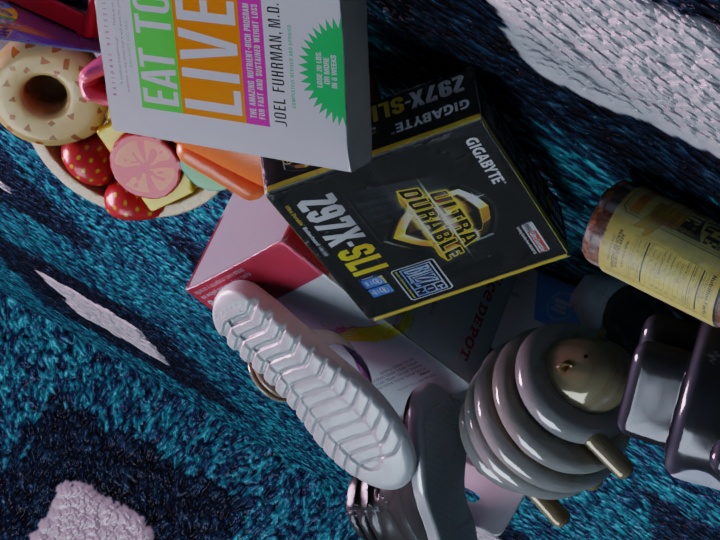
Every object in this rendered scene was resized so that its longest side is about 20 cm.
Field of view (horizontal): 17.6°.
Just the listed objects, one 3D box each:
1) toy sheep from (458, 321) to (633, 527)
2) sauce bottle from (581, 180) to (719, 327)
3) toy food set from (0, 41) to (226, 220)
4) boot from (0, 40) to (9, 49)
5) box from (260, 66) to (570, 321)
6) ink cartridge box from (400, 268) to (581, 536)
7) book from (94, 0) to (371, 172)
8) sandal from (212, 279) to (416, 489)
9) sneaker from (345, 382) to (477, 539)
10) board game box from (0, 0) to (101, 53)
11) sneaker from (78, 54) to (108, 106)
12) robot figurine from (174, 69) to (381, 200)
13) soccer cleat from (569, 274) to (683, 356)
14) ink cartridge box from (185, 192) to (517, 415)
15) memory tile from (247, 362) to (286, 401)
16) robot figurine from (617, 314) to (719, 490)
[{"bbox_3d":[0.139,0.110,1.720,0.138,0.138,0.200,35,136,-8],"label":"toy sheep"},{"bbox_3d":[0.240,0.007,1.498,0.200,0.066,0.066,27,167,24],"label":"sauce bottle"},{"bbox_3d":[-0.187,-0.127,1.867,0.198,0.049,0.200,-24,112,27],"label":"toy food set"},{"bbox_3d":[-0.256,-0.176,1.971,0.199,0.073,0.182,18,126,30],"label":"boot"},{"bbox_3d":[0.040,-0.049,1.615,0.159,0.049,0.200,-17,148,15],"label":"box"},{"bbox_3d":[0.110,0.098,1.872,0.116,0.200,0.067,23,166,39],"label":"ink cartridge box"},{"bbox_3d":[-0.083,-0.145,1.534,0.199,0.048,0.134,10,113,33],"label":"book"},{"bbox_3d":[-0.024,0.078,1.753,0.203,0.050,0.082,47,137,-1],"label":"sandal"},{"bbox_3d":[0.030,0.160,1.822,0.099,0.071,0.200,17,137,28],"label":"sneaker"},{"bbox_3d":[-0.209,-0.207,1.744,0.199,0.039,0.158,8,-157,-13],"label":"board game box"},{"bbox_3d":[-0.123,-0.128,1.751,0.199,0.074,0.087,10,-159,24],"label":"sneaker"},{"bbox_3d":[-0.069,-0.124,1.648,0.200,0.144,0.117,27,-179,-7],"label":"robot figurine"},{"bbox_3d":[0.237,0.070,1.775,0.200,0.070,0.086,46,172,-26],"label":"soccer cleat"},{"bbox_3d":[0.000,0.000,1.816,0.200,0.146,0.144,38,144,-20],"label":"ink cartridge box"},{"bbox_3d":[-0.032,0.045,1.904,0.153,0.201,0.017,28,132,-31],"label":"memory tile"},{"bbox_3d":[0.276,0.091,1.543,0.199,0.151,0.125,16,157,10],"label":"robot figurine"}]
